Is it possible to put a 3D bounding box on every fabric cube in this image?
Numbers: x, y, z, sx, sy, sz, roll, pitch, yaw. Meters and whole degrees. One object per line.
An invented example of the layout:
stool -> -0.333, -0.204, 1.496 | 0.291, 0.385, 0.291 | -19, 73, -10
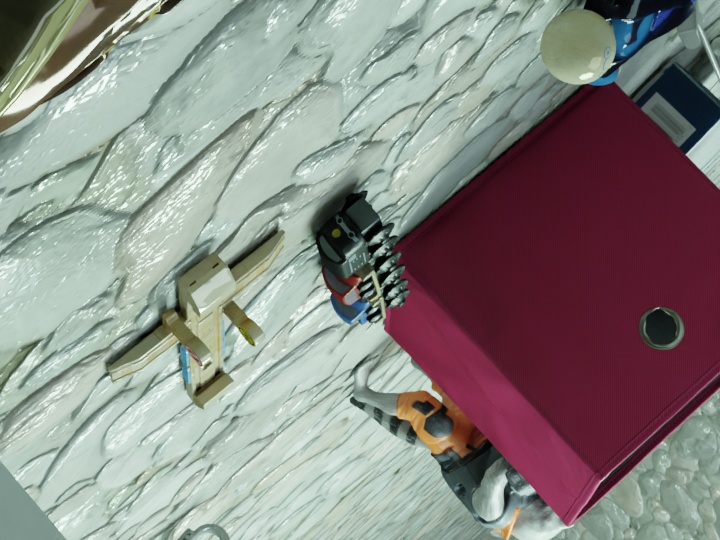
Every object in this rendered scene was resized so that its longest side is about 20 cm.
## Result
fabric cube -> 0.154, 0.025, 1.212 | 0.196, 0.199, 0.200 | -40, 167, -11

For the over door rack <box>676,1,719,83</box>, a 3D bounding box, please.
over door rack -> 0.308, -0.158, 1.212 | 0.148, 0.067, 0.200 | -12, 156, 20

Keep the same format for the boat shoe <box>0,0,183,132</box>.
boat shoe -> -0.056, -0.106, 0.451 | 0.200, 0.072, 0.068 | -40, 174, 16

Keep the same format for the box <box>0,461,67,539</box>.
box -> -0.214, 0.170, 0.776 | 0.152, 0.106, 0.200 | -35, 166, -29

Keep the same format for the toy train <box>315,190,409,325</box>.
toy train -> 0.000, 0.000, 1.037 | 0.046, 0.034, 0.200 | -38, 167, -5

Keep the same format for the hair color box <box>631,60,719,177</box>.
hair color box -> 0.242, -0.099, 1.390 | 0.100, 0.061, 0.200 | -46, 167, 12

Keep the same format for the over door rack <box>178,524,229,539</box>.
over door rack -> -0.181, 0.286, 1.317 | 0.200, 0.067, 0.148 | -34, 164, -34

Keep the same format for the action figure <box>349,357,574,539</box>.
action figure -> 0.094, 0.136, 1.405 | 0.105, 0.193, 0.200 | -46, 167, 17

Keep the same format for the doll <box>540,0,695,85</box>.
doll -> 0.164, -0.159, 0.979 | 0.200, 0.048, 0.136 | -36, 155, -35

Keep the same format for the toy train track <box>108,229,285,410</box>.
toy train track -> -0.076, 0.042, 0.946 | 0.115, 0.033, 0.200 | -39, 168, -16
